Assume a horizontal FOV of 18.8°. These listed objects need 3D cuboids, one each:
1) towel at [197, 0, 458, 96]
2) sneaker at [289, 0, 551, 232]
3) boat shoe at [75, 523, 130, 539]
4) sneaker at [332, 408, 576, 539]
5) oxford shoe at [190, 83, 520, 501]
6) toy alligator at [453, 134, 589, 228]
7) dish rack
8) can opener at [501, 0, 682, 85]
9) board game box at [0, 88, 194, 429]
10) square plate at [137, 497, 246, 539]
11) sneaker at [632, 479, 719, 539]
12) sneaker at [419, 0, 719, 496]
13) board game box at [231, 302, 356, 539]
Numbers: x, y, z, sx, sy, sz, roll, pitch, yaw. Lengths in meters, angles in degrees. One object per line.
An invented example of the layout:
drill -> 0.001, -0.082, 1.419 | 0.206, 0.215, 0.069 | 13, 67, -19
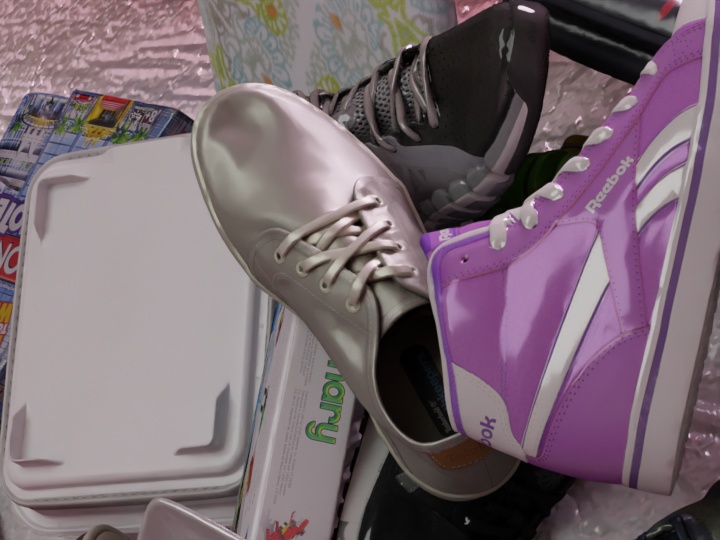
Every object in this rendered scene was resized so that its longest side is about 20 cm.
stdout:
towel -> -0.023, -0.155, 1.061 | 0.048, 0.172, 0.199 | -22, 16, -31
sneaker -> -0.001, -0.060, 0.930 | 0.200, 0.115, 0.076 | 129, 151, -58
boat shoe -> -0.125, 0.210, 0.979 | 0.057, 0.067, 0.201 | -28, 49, 24
sneaker -> 0.047, 0.085, 0.881 | 0.087, 0.076, 0.201 | -10, 59, 32
oxford shoe -> 0.000, 0.000, 0.859 | 0.075, 0.058, 0.201 | -32, 71, -8
toy alligator -> 0.080, -0.032, 0.939 | 0.199, 0.054, 0.060 | 6, 68, 49
dish rack -> -0.105, 0.023, 1.053 | 0.171, 0.043, 0.202 | -7, 69, 28
can opener -> 0.129, -0.087, 0.879 | 0.079, 0.064, 0.200 | -39, 56, -23
board game box -> -0.179, 0.002, 1.187 | 0.199, 0.062, 0.201 | 14, 74, 50
square plate -> -0.018, 0.209, 0.798 | 0.197, 0.028, 0.201 | 23, 105, 26
sneaker -> 0.089, 0.132, 0.792 | 0.200, 0.081, 0.074 | -42, 41, 17
sneaker -> 0.083, -0.028, 0.797 | 0.113, 0.073, 0.202 | 13, 75, 14
board game box -> -0.031, 0.091, 0.922 | 0.126, 0.034, 0.201 | 116, 165, -69
